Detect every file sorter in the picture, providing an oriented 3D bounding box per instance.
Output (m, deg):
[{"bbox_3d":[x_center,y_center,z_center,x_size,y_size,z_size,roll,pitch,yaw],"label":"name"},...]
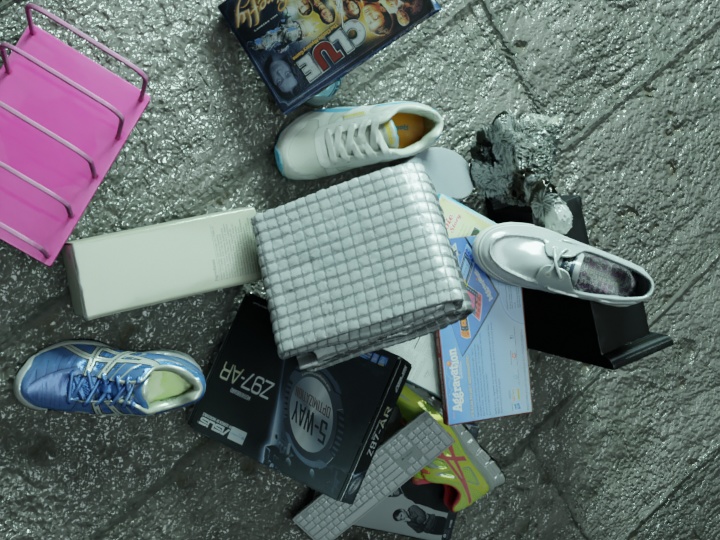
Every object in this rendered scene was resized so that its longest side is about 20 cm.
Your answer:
[{"bbox_3d":[-0.306,-0.128,1.001,0.138,0.125,0.201,30,80,-11],"label":"file sorter"}]

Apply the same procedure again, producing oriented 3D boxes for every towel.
[{"bbox_3d":[0.000,0.000,1.085,0.198,0.086,0.167,-20,70,11],"label":"towel"}]

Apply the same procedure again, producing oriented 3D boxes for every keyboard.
[{"bbox_3d":[0.015,0.238,1.203,0.200,0.011,0.056,-40,107,7],"label":"keyboard"}]

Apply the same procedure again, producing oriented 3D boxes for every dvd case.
[{"bbox_3d":[0.041,0.238,1.272,0.199,0.025,0.152,18,86,-26],"label":"dvd case"}]

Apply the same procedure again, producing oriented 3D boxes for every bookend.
[{"bbox_3d":[0.256,-0.003,1.264,0.091,0.198,0.202,-19,101,-22],"label":"bookend"}]

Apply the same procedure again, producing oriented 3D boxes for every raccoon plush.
[{"bbox_3d":[0.219,-0.110,1.258,0.133,0.097,0.201,-6,57,-34],"label":"raccoon plush"}]

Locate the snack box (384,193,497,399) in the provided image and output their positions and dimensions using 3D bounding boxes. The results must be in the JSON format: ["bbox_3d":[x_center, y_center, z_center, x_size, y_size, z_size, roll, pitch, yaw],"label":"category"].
[{"bbox_3d":[0.090,0.030,1.176,0.116,0.037,0.201,28,85,-12],"label":"snack box"}]

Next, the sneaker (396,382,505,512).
[{"bbox_3d":[0.084,0.206,1.238,0.090,0.078,0.200,-42,106,-6],"label":"sneaker"}]

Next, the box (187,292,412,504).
[{"bbox_3d":[-0.066,0.133,1.127,0.161,0.199,0.044,-65,157,-7],"label":"box"}]

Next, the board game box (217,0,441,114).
[{"bbox_3d":[-0.034,-0.276,1.112,0.199,0.035,0.136,-32,93,18],"label":"board game box"}]

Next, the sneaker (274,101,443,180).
[{"bbox_3d":[-0.002,-0.152,1.191,0.199,0.081,0.077,-19,104,-23],"label":"sneaker"}]

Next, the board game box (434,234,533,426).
[{"bbox_3d":[0.131,0.062,1.157,0.102,0.019,0.202,-6,93,-16],"label":"board game box"}]

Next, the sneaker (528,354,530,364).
[{"bbox_3d":[0.153,0.072,1.267,0.200,0.114,0.073,42,74,-24],"label":"sneaker"}]

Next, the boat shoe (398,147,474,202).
[{"bbox_3d":[0.056,-0.088,1.232,0.199,0.070,0.071,-27,87,-47],"label":"boat shoe"}]

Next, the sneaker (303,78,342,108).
[{"bbox_3d":[-0.028,-0.279,1.160,0.079,0.095,0.202,17,86,-26],"label":"sneaker"}]

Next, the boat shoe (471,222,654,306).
[{"bbox_3d":[0.219,-0.002,1.132,0.199,0.068,0.073,21,85,-10],"label":"boat shoe"}]

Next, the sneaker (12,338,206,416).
[{"bbox_3d":[-0.252,0.111,1.087,0.198,0.077,0.076,-2,96,-25],"label":"sneaker"}]

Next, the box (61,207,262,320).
[{"bbox_3d":[-0.204,-0.010,1.107,0.198,0.068,0.083,-12,98,-25],"label":"box"}]
